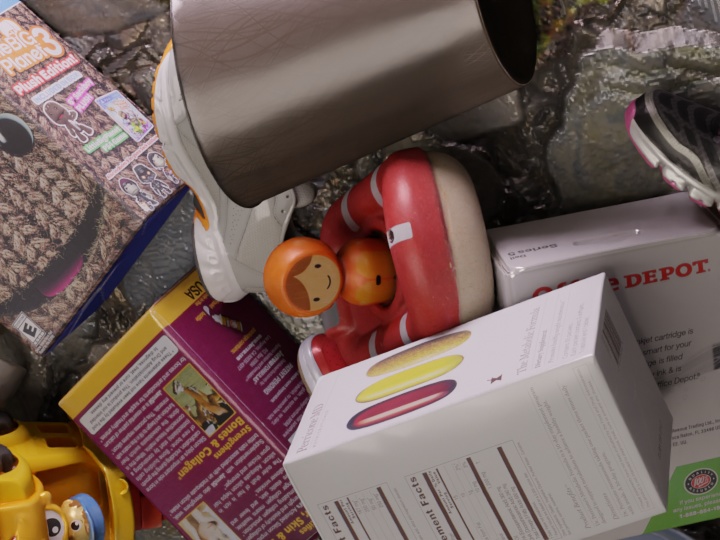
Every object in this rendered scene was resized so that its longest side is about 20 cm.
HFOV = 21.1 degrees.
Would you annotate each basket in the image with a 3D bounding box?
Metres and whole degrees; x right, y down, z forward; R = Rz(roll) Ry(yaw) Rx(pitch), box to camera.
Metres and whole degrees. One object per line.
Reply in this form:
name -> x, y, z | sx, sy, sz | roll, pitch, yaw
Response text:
basket -> 0.000, -0.150, 1.221 | 0.199, 0.136, 0.182 | -13, 81, 23

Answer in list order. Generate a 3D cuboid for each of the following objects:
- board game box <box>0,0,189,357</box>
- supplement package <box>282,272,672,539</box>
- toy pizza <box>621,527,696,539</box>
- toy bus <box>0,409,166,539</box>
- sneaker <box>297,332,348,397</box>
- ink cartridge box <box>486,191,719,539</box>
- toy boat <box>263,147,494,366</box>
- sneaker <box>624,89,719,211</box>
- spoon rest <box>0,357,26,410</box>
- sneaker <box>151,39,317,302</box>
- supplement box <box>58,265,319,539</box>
board game box -> -0.243, -0.070, 1.390 | 0.200, 0.097, 0.160 | 41, 124, 1
supplement package -> 0.072, 0.102, 1.149 | 0.199, 0.114, 0.110 | -21, 109, 19
toy pizza -> 0.170, 0.225, 1.366 | 0.198, 0.032, 0.201 | 9, 135, 9
toy bus -> -0.226, 0.180, 1.447 | 0.190, 0.200, 0.137 | -4, 102, -15
sneaker -> 0.055, 0.098, 1.351 | 0.200, 0.071, 0.112 | 43, 128, -9
ink cartridge box -> 0.165, 0.064, 1.244 | 0.144, 0.084, 0.202 | -11, 112, -5
toy boat -> 0.000, 0.000, 1.249 | 0.200, 0.130, 0.132 | 144, 116, -63
sneaker -> 0.260, -0.073, 1.174 | 0.199, 0.074, 0.088 | 26, 123, 5
spoon rest -> -0.356, 0.040, 1.508 | 0.199, 0.100, 0.061 | 29, 166, 4
sneaker -> -0.079, -0.075, 1.336 | 0.091, 0.076, 0.201 | -6, 119, 19
supplement box -> -0.097, 0.112, 1.409 | 0.200, 0.103, 0.131 | 47, 124, -2
